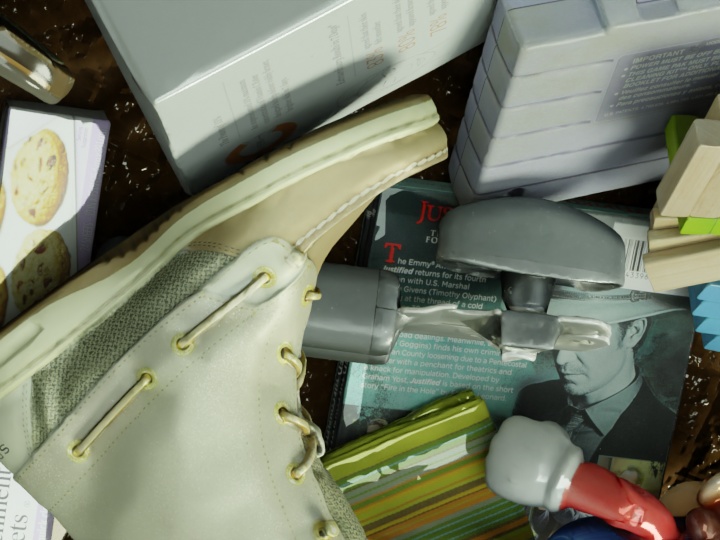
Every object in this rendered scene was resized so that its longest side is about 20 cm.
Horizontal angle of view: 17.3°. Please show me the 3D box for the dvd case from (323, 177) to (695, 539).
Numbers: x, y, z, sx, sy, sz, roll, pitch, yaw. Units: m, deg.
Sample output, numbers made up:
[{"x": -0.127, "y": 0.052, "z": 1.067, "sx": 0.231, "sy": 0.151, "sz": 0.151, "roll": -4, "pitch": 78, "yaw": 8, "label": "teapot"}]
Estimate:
[{"x": 0.057, "y": 0.068, "z": 0.959, "sx": 0.145, "sy": 0.022, "sz": 0.201, "roll": 6, "pitch": 105, "yaw": -15, "label": "dvd case"}]

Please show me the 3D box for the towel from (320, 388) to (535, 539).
[{"x": 0.040, "y": 0.150, "z": 0.960, "sx": 0.086, "sy": 0.018, "sz": 0.201, "roll": -21, "pitch": 110, "yaw": -3, "label": "towel"}]

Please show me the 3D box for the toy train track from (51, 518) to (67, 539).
[{"x": -0.168, "y": 0.169, "z": 0.933, "sx": 0.114, "sy": 0.033, "sz": 0.201, "roll": 29, "pitch": 92, "yaw": -12, "label": "toy train track"}]

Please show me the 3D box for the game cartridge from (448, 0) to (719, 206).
[{"x": 0.137, "y": -0.080, "z": 0.883, "sx": 0.199, "sy": 0.039, "sz": 0.130, "roll": -12, "pitch": 150, "yaw": -14, "label": "game cartridge"}]

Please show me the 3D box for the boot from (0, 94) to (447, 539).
[{"x": -0.025, "y": 0.045, "z": 0.832, "sx": 0.199, "sy": 0.072, "sz": 0.155, "roll": -33, "pitch": 90, "yaw": 4, "label": "boot"}]

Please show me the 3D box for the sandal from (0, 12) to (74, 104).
[{"x": -0.193, "y": -0.090, "z": 0.800, "sx": 0.199, "sy": 0.082, "sz": 0.055, "roll": 20, "pitch": 95, "yaw": -4, "label": "sandal"}]

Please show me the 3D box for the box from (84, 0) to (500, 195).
[{"x": 0.000, "y": -0.126, "z": 0.821, "sx": 0.199, "sy": 0.124, "sz": 0.098, "roll": -28, "pitch": 78, "yaw": -4, "label": "box"}]

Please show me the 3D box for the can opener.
[{"x": 0.000, "y": 0.000, "z": 0.897, "sx": 0.199, "sy": 0.053, "sz": 0.067, "roll": 7, "pitch": 80, "yaw": -1, "label": "can opener"}]

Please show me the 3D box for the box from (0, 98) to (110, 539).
[{"x": -0.127, "y": 0.037, "z": 0.885, "sx": 0.041, "sy": 0.039, "sz": 0.201, "roll": 8, "pitch": 96, "yaw": -13, "label": "box"}]

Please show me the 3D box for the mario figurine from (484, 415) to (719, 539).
[{"x": 0.101, "y": 0.122, "z": 0.936, "sx": 0.199, "sy": 0.106, "sz": 0.124, "roll": -14, "pitch": 142, "yaw": -17, "label": "mario figurine"}]

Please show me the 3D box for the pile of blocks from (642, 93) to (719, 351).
[{"x": 0.149, "y": -0.022, "z": 0.911, "sx": 0.082, "sy": 0.062, "sz": 0.200, "roll": -10, "pitch": 148, "yaw": 10, "label": "pile of blocks"}]
